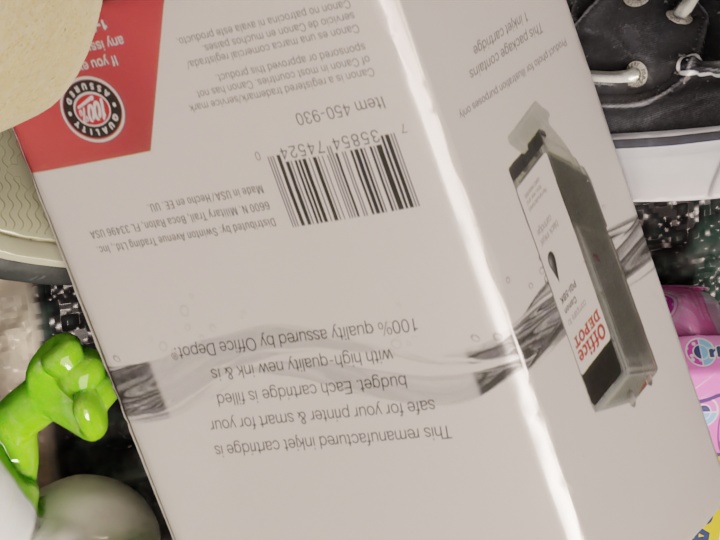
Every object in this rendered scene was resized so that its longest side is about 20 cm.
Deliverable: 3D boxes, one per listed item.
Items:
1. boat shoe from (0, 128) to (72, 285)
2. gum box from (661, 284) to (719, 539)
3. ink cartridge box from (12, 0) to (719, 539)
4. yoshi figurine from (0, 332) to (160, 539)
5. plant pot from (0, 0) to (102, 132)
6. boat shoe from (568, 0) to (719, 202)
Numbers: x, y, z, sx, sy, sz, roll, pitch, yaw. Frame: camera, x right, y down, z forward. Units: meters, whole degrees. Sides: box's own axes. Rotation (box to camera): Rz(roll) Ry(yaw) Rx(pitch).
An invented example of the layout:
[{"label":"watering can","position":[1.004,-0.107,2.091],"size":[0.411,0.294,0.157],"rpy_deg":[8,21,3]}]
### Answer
[{"label":"boat shoe","position":[-0.144,-0.030,0.820],"size":[0.199,0.072,0.068],"rpy_deg":[9,152,-26]},{"label":"gum box","position":[0.058,0.097,0.927],"size":[0.113,0.066,0.201],"rpy_deg":[-1,116,-14]},{"label":"ink cartridge box","position":[0.000,0.000,0.786],"size":[0.146,0.083,0.201],"rpy_deg":[-8,109,38]},{"label":"yoshi figurine","position":[-0.107,0.084,0.833],"size":[0.200,0.112,0.112],"rpy_deg":[32,129,-32]},{"label":"plant pot","position":[-0.171,-0.084,0.693],"size":[0.200,0.187,0.188],"rpy_deg":[-4,119,-36]},{"label":"boat shoe","position":[0.086,-0.059,0.800],"size":[0.072,0.200,0.068],"rpy_deg":[-19,104,-45]}]
